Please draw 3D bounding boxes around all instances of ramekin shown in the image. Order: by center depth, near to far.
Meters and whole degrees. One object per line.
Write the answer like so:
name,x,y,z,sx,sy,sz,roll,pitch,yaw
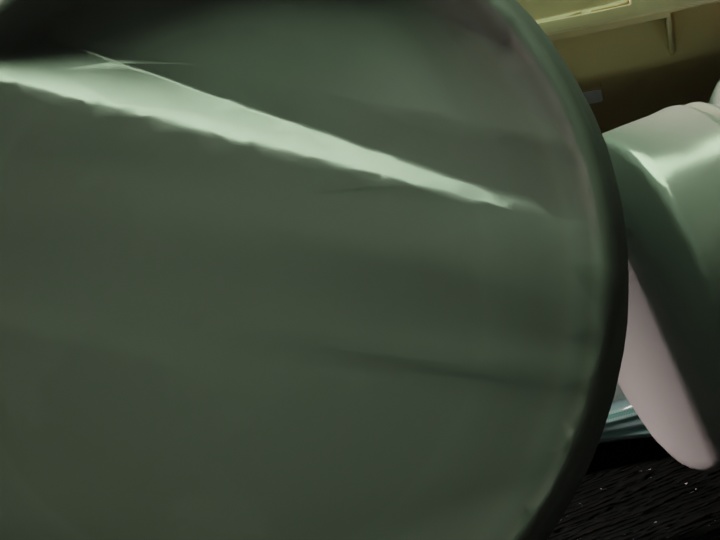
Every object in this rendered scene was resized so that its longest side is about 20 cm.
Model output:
ramekin,-0.022,0.009,0.641,0.201,0.204,0.094,-19,-9,14

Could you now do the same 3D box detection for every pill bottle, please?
pill bottle,0.166,-0.022,0.686,0.199,0.115,0.114,-19,1,-15

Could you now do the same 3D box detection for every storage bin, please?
storage bin,0.049,-0.087,0.796,0.198,0.094,0.199,-10,-9,6

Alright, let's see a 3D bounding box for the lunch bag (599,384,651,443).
lunch bag,0.111,0.013,0.857,0.160,0.078,0.199,-23,3,-42
